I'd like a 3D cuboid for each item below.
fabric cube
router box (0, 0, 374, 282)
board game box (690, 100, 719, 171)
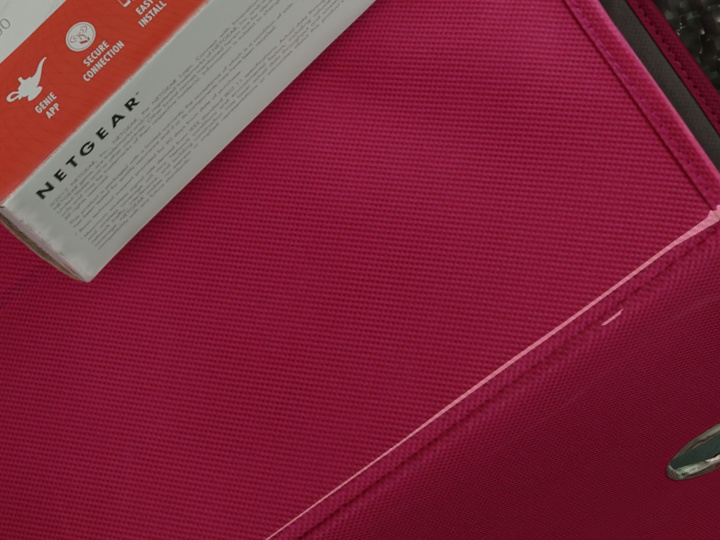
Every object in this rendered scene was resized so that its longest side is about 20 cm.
[{"bbox_3d":[0.000,0.000,0.673,0.199,0.196,0.200,-37,62,10],"label":"fabric cube"},{"bbox_3d":[-0.054,-0.128,0.591,0.200,0.049,0.179,-45,63,-1],"label":"router box"},{"bbox_3d":[0.198,-0.002,0.763,0.200,0.043,0.199,-44,91,9],"label":"board game box"}]
